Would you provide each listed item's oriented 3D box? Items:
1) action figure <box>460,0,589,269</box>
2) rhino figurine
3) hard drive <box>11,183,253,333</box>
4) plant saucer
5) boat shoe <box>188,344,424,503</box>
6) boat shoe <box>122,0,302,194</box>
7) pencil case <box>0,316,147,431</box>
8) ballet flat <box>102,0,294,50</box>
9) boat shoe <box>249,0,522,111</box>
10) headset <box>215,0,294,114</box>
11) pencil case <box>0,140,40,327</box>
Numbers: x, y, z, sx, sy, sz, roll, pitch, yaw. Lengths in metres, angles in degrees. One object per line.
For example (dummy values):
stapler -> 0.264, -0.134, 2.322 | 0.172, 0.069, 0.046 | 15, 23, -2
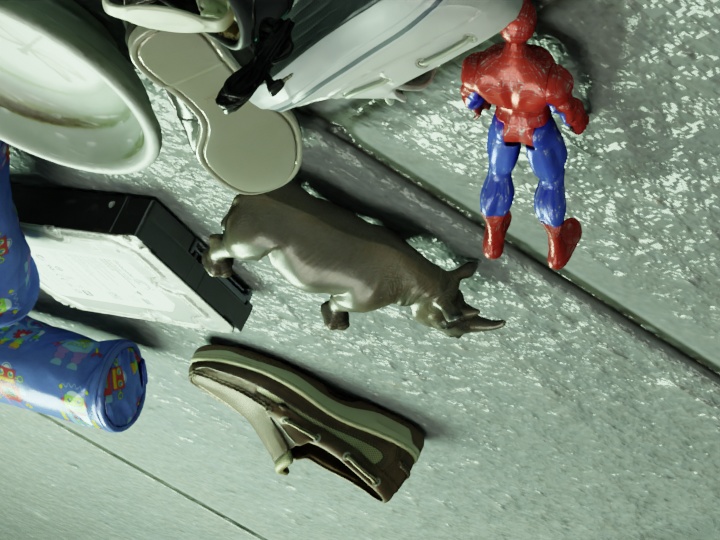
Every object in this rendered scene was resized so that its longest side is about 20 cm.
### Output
action figure -> 0.085, -0.074, 1.134 | 0.065, 0.052, 0.200 | 14, 152, 14
rhino figurine -> 0.000, 0.000, 1.395 | 0.199, 0.060, 0.088 | 22, 149, -1
hard drive -> -0.191, -0.010, 1.627 | 0.199, 0.038, 0.140 | 7, 153, 39
plant saucer -> -0.204, -0.133, 1.323 | 0.199, 0.050, 0.200 | 22, 160, 8
boat shoe -> -0.053, 0.126, 1.739 | 0.202, 0.075, 0.075 | 21, 159, 11
boat shoe -> -0.082, -0.112, 1.246 | 0.067, 0.057, 0.200 | -19, 151, 10
pencil case -> -0.275, 0.079, 1.860 | 0.199, 0.087, 0.078 | 14, 124, 27
ballet flat -> -0.130, -0.169, 1.123 | 0.199, 0.073, 0.073 | 25, 160, 2
boat shoe -> 0.007, -0.111, 1.095 | 0.067, 0.074, 0.200 | 35, 157, -18
headset -> -0.074, -0.171, 1.016 | 0.123, 0.094, 0.200 | 12, 145, 33
pencil case -> -0.274, -0.044, 1.524 | 0.078, 0.087, 0.200 | -14, 145, -11
